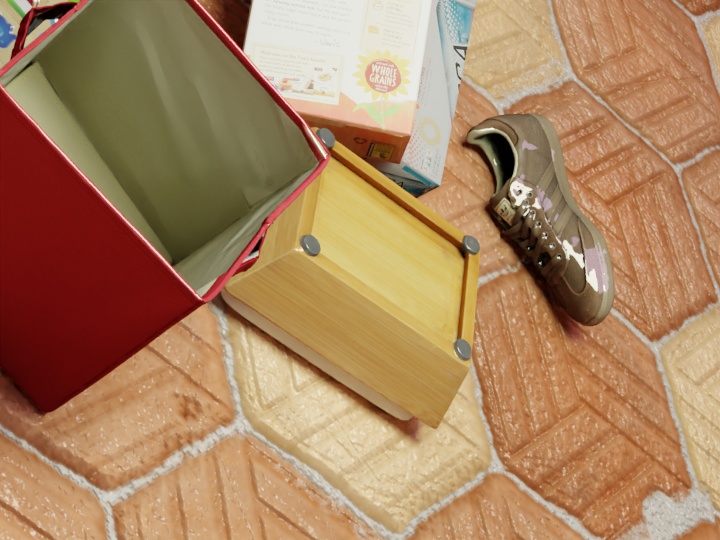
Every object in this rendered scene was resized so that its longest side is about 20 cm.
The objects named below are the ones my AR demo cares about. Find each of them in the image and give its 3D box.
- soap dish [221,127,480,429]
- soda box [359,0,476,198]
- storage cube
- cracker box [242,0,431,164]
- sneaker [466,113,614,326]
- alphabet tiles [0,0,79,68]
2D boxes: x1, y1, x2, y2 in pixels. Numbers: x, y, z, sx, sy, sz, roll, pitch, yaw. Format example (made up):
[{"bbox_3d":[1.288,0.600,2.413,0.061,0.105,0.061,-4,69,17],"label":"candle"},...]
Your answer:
[{"bbox_3d":[0.000,0.000,1.537,0.200,0.081,0.158,35,40,-24],"label":"soap dish"},{"bbox_3d":[0.036,-0.149,1.684,0.068,0.064,0.200,32,53,-28],"label":"soda box"},{"bbox_3d":[-0.163,-0.054,1.295,0.200,0.180,0.171,47,44,-9],"label":"storage cube"},{"bbox_3d":[-0.017,-0.190,1.601,0.134,0.058,0.200,11,67,-5],"label":"cracker box"},{"bbox_3d":[0.144,-0.040,1.763,0.075,0.070,0.200,-4,60,-29],"label":"sneaker"},{"bbox_3d":[-0.206,-0.172,1.455,0.166,0.006,0.200,49,46,-29],"label":"alphabet tiles"}]
